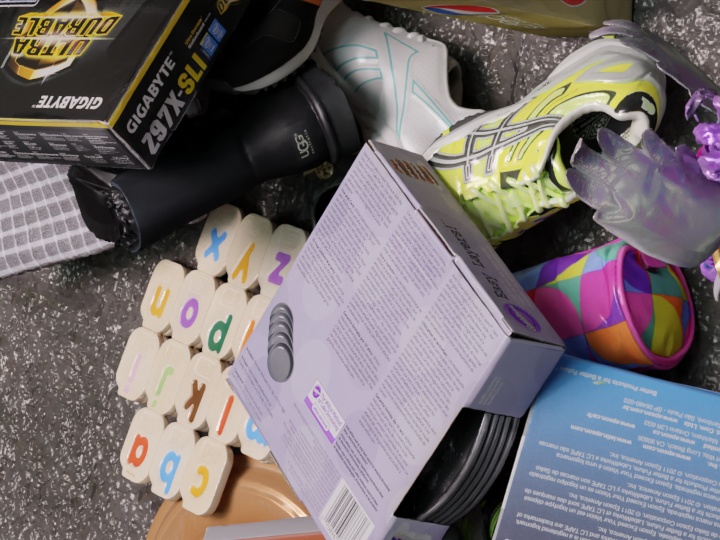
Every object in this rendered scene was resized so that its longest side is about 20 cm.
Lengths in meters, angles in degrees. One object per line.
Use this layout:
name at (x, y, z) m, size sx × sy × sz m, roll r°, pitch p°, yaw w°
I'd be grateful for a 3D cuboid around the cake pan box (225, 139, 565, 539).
cake pan box at (0.017, 0.055, 1.489) m, size 0.185 × 0.052 × 0.200 m, roll -61°, pitch 41°, yaw 23°

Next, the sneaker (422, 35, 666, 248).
sneaker at (0.094, -0.060, 1.518) m, size 0.200 × 0.075 × 0.077 m, roll -41°, pitch 18°, yaw 20°

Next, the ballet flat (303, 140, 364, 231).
ballet flat at (0.000, 0.000, 1.633) m, size 0.066 × 0.057 × 0.201 m, roll -27°, pitch 69°, yaw 35°

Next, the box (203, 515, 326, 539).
box at (-0.026, 0.252, 1.561) m, size 0.123 × 0.097 × 0.202 m, roll -6°, pitch 90°, yaw -1°

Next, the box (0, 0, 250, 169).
box at (-0.164, -0.141, 1.577) m, size 0.199 × 0.049 × 0.160 m, roll 6°, pitch 58°, yaw 46°

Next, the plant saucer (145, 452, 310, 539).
plant saucer at (-0.070, 0.219, 1.670) m, size 0.199 × 0.032 × 0.202 m, roll 1°, pitch 91°, yaw 37°

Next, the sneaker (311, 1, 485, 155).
sneaker at (0.020, -0.121, 1.630) m, size 0.080 × 0.070 × 0.201 m, roll -38°, pitch 58°, yaw 6°

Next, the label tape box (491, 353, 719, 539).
label tape box at (0.146, 0.161, 1.424) m, size 0.142 × 0.066 × 0.201 m, roll 14°, pitch 77°, yaw 11°

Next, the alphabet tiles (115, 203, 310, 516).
alphabet tiles at (-0.095, 0.057, 1.699) m, size 0.199 × 0.015 × 0.197 m, roll 19°, pitch 88°, yaw 53°

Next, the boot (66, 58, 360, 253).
boot at (-0.108, -0.087, 1.625) m, size 0.200 × 0.167 × 0.077 m, roll -137°, pitch 27°, yaw -62°

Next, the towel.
towel at (-0.200, -0.089, 1.746) m, size 0.199 × 0.086 × 0.166 m, roll -16°, pitch 105°, yaw 37°

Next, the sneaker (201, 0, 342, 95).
sneaker at (-0.045, -0.194, 1.595) m, size 0.070 × 0.200 × 0.090 m, roll 17°, pitch 140°, yaw 34°

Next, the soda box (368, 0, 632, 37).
soda box at (0.078, -0.180, 1.490) m, size 0.064 × 0.199 × 0.068 m, roll 2°, pitch 88°, yaw 39°

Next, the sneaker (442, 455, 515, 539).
sneaker at (0.090, 0.145, 1.522) m, size 0.199 × 0.083 × 0.071 m, roll 34°, pitch 74°, yaw 32°

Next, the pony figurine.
pony figurine at (0.219, -0.061, 1.391) m, size 0.200 × 0.193 × 0.167 m, roll -33°, pitch 24°, yaw 41°

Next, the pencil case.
pencil case at (0.099, 0.035, 1.534) m, size 0.199 × 0.088 × 0.089 m, roll -14°, pitch 78°, yaw 37°
